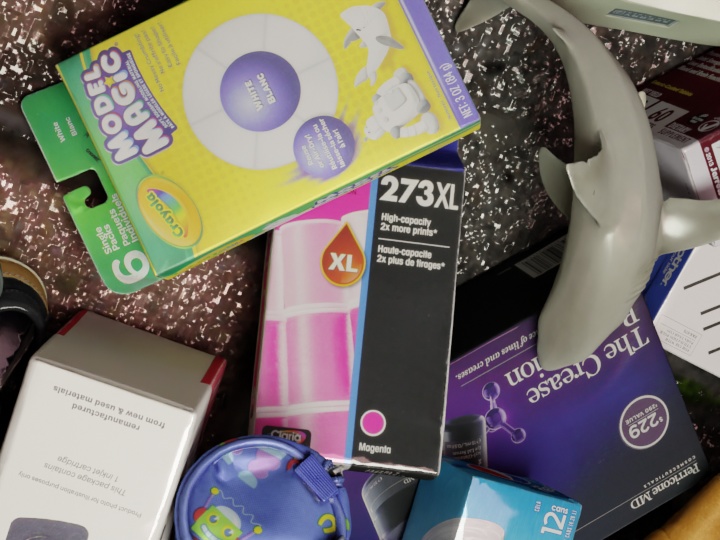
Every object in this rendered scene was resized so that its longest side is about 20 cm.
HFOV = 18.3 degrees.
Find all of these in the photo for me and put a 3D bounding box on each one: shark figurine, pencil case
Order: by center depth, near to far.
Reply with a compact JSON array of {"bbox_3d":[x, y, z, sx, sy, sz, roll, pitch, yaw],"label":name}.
[{"bbox_3d":[0.104,-0.066,1.089,0.089,0.128,0.215,-12,84,-60],"label":"shark figurine"},{"bbox_3d":[-0.050,0.134,1.091,0.087,0.200,0.078,-29,78,-13],"label":"pencil case"}]

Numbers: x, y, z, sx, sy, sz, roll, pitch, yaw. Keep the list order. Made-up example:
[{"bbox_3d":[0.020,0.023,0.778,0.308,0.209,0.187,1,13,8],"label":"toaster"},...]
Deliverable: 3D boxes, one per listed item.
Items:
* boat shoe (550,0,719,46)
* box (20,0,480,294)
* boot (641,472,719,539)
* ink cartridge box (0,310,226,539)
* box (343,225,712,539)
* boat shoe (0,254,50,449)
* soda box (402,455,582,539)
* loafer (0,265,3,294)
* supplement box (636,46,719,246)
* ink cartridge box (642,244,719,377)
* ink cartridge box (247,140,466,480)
[{"bbox_3d":[0.130,-0.168,1.151,0.200,0.070,0.072,11,79,-20],"label":"boat shoe"},{"bbox_3d":[-0.056,-0.078,1.074,0.200,0.048,0.118,-26,87,2],"label":"box"},{"bbox_3d":[0.155,0.160,1.198,0.201,0.071,0.144,-1,133,-42],"label":"boot"},{"bbox_3d":[-0.139,0.134,1.076,0.084,0.145,0.200,19,98,0],"label":"ink cartridge box"},{"bbox_3d":[0.068,0.090,1.189,0.200,0.079,0.141,-29,116,-11],"label":"box"},{"bbox_3d":[-0.212,0.087,1.091,0.075,0.062,0.200,28,95,-27],"label":"boat shoe"},{"bbox_3d":[0.044,0.198,1.114,0.064,0.068,0.201,16,90,-19],"label":"soda box"},{"bbox_3d":[-0.267,0.011,1.055,0.199,0.063,0.072,-14,135,-1],"label":"loafer"},{"bbox_3d":[0.237,-0.093,1.182,0.200,0.109,0.061,-27,112,-13],"label":"supplement box"},{"bbox_3d":[0.248,0.030,1.256,0.200,0.044,0.094,26,97,-25],"label":"ink cartridge box"},{"bbox_3d":[0.000,0.000,1.113,0.094,0.037,0.201,6,79,-7],"label":"ink cartridge box"}]
